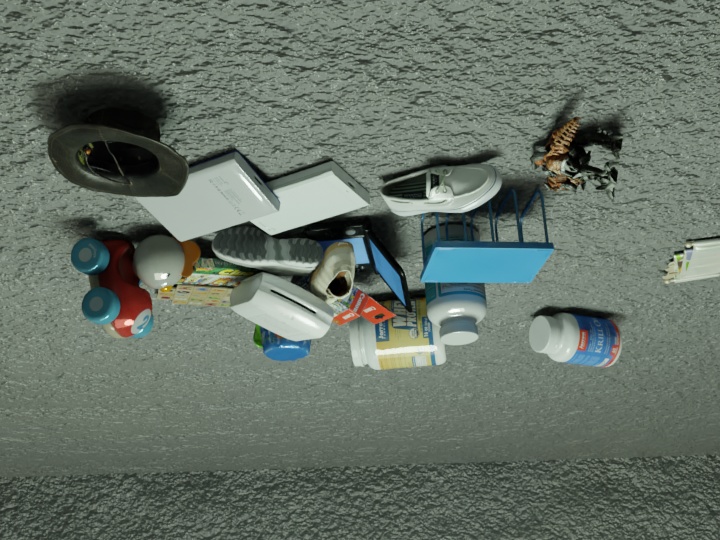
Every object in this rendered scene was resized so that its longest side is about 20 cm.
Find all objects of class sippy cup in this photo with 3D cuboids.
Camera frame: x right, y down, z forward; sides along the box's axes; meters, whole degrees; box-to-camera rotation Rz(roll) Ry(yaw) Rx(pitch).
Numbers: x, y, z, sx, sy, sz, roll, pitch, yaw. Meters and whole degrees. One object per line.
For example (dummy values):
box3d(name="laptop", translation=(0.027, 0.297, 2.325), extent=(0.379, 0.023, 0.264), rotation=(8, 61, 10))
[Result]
box3d(name="sippy cup", translation=(-0.154, 0.114, 1.880), extent=(0.137, 0.132, 0.178), rotation=(1, 157, -7))

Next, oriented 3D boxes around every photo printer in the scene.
box3d(name="photo printer", translation=(-0.144, 0.068, 1.668), extent=(0.165, 0.070, 0.200), rotation=(28, 164, -16))

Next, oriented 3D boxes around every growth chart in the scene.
box3d(name="growth chart", translation=(0.685, -0.019, 1.809), extent=(0.142, 0.018, 0.200), rotation=(-4, 156, 5))

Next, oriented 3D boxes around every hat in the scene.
box3d(name="hat", translation=(-0.334, -0.177, 1.275), extent=(0.197, 0.082, 0.201), rotation=(5, 152, 3))

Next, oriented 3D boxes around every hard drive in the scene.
box3d(name="hard drive", translation=(-0.100, -0.117, 1.499), extent=(0.198, 0.027, 0.132), rotation=(-15, 153, 25))
box3d(name="hard drive", translation=(-0.246, -0.116, 1.452), extent=(0.198, 0.026, 0.132), rotation=(-15, 139, 25))

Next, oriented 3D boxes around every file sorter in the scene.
box3d(name="file sorter", translation=(0.206, -0.061, 1.534), extent=(0.197, 0.124, 0.139), rotation=(0, 156, -7))

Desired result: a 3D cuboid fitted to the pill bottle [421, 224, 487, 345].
box3d(name="pill bottle", translation=(0.170, 0.028, 1.633), extent=(0.109, 0.203, 0.111), rotation=(-2, 157, -1))

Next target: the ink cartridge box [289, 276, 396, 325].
box3d(name="ink cartridge box", translation=(-0.039, 0.063, 1.765), extent=(0.199, 0.051, 0.109), rotation=(34, 156, -13))

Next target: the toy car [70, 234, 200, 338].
box3d(name="toy car", translation=(-0.374, 0.011, 1.603), extent=(0.197, 0.179, 0.184), rotation=(-19, 165, 6))

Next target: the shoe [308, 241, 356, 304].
box3d(name="shoe", translation=(-0.049, 0.019, 1.605), extent=(0.069, 0.054, 0.201), rotation=(-10, 155, -16))

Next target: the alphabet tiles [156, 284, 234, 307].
box3d(name="alphabet tiles", translation=(-0.314, 0.053, 1.844), extent=(0.197, 0.006, 0.166), rotation=(5, 165, -16))

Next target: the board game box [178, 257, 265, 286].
box3d(name="board game box", translation=(-0.250, 0.005, 1.713), extent=(0.198, 0.024, 0.104), rotation=(4, 157, -43))

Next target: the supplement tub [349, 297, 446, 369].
box3d(name="supplement tub", translation=(0.081, 0.136, 1.934), extent=(0.197, 0.147, 0.145), rotation=(-6, 156, 6))

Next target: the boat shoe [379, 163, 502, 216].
box3d(name="boat shoe", translation=(0.123, -0.128, 1.434), extent=(0.198, 0.075, 0.067), rotation=(-15, 155, 27))

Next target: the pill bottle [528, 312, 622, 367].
box3d(name="pill bottle", translation=(0.488, 0.156, 2.064), extent=(0.197, 0.114, 0.112), rotation=(8, 154, -25))

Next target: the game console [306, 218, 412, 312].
box3d(name="game console", translation=(0.000, 0.000, 1.658), extent=(0.173, 0.118, 0.201), rotation=(-5, 156, 5))

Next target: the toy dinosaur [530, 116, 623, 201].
box3d(name="toy dinosaur", translation=(0.322, -0.165, 1.363), extent=(0.134, 0.104, 0.200), rotation=(9, -179, 14))

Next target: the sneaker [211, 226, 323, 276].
box3d(name="sneaker", translation=(-0.169, -0.019, 1.615), extent=(0.197, 0.076, 0.082), rotation=(12, 145, -4))
